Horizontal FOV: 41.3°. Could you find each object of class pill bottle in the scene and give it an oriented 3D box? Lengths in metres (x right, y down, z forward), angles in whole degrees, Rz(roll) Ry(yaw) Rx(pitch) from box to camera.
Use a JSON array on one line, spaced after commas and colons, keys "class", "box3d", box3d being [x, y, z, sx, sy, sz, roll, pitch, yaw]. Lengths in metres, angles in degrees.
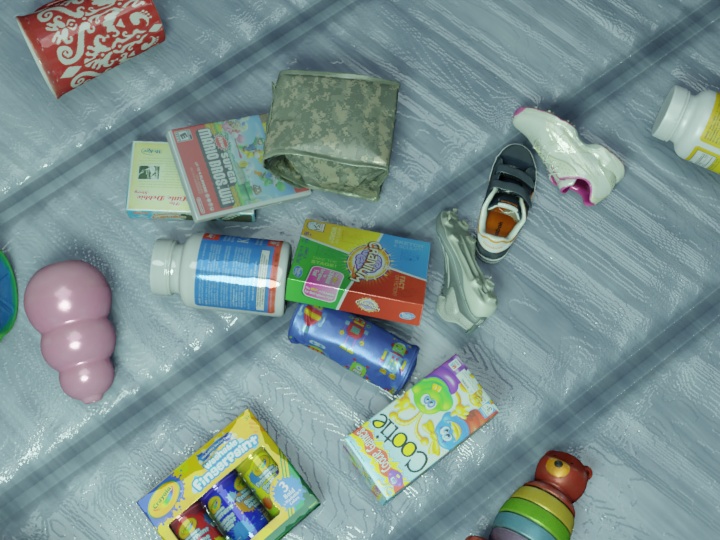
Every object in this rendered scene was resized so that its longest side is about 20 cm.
[{"class": "pill bottle", "box3d": [0.566, -0.212, 1.495, 0.198, 0.113, 0.114, 24, 74, 5]}, {"class": "pill bottle", "box3d": [-0.203, 0.003, 1.403, 0.197, 0.112, 0.114, 6, 73, -1]}]

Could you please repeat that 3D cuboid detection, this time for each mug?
[{"class": "mug", "box3d": [-0.430, -0.392, 1.508, 0.198, 0.134, 0.179, -27, 78, -13]}]

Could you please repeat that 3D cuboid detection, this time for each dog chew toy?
[{"class": "dog chew toy", "box3d": [-0.408, 0.091, 1.371, 0.123, 0.125, 0.203, -15, 82, -6]}]

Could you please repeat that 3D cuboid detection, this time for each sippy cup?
[{"class": "sippy cup", "box3d": [-0.585, 0.038, 1.378, 0.128, 0.141, 0.180, -9, 49, 6]}]

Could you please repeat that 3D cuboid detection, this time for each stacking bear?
[{"class": "stacking bear", "box3d": [0.248, 0.339, 1.322, 0.120, 0.114, 0.201, 19, 59, 34]}]

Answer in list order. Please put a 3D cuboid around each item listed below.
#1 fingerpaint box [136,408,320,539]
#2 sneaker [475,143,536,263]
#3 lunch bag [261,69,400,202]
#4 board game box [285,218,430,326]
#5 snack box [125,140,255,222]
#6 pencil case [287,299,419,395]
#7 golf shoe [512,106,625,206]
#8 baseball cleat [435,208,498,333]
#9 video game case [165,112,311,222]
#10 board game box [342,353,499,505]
[{"class": "fingerpaint box", "box3d": [-0.181, 0.324, 1.328, 0.199, 0.073, 0.167, -38, 78, -12]}, {"class": "sneaker", "box3d": [0.230, -0.114, 1.473, 0.077, 0.080, 0.203, 15, 72, 4]}, {"class": "lunch bag", "box3d": [-0.050, -0.212, 1.465, 0.197, 0.118, 0.166, 10, 65, -5]}, {"class": "board game box", "box3d": [0.000, 0.000, 1.409, 0.197, 0.041, 0.154, 11, 38, 1]}, {"class": "snack box", "box3d": [-0.259, -0.138, 1.483, 0.197, 0.037, 0.118, 2, 72, -2]}, {"class": "pencil case", "box3d": [-0.014, 0.108, 1.397, 0.198, 0.087, 0.078, 26, 50, 4]}, {"class": "golf shoe", "box3d": [0.315, -0.180, 1.499, 0.199, 0.075, 0.092, 35, 78, 9]}, {"class": "baseball cleat", "box3d": [0.138, 0.003, 1.438, 0.069, 0.107, 0.202, 17, 39, -33]}, {"class": "video game case", "box3d": [-0.183, -0.161, 1.455, 0.198, 0.017, 0.145, -16, 82, -31]}, {"class": "board game box", "box3d": [0.083, 0.226, 1.351, 0.199, 0.105, 0.103, -36, 77, -12]}]
